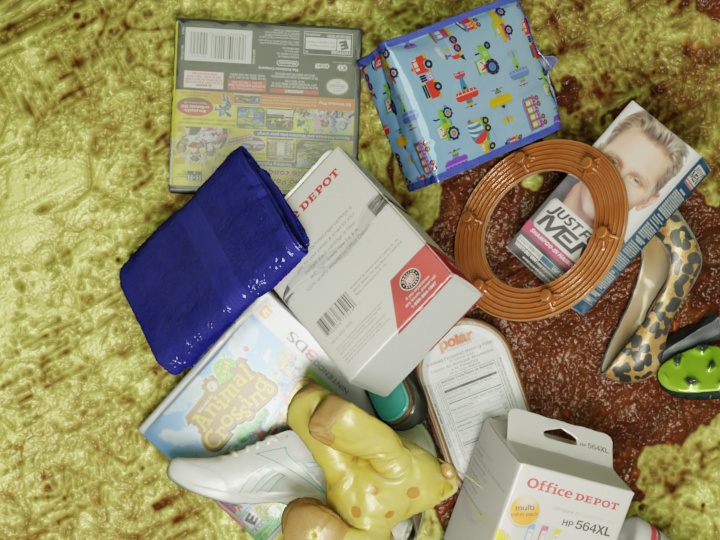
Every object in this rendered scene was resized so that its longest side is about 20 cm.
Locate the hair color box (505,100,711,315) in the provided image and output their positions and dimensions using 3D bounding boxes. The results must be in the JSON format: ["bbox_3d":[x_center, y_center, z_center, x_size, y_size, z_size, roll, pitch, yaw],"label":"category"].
[{"bbox_3d":[0.254,-0.064,1.383,0.100,0.060,0.200,44,98,26],"label":"hair color box"}]

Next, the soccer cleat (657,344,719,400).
[{"bbox_3d":[0.404,0.114,1.412,0.198,0.082,0.068,-9,45,-12],"label":"soccer cleat"}]

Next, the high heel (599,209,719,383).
[{"bbox_3d":[0.289,0.013,1.414,0.142,0.071,0.202,-25,97,-9],"label":"high heel"}]

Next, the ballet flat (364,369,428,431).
[{"bbox_3d":[0.017,0.078,1.385,0.068,0.068,0.201,-31,62,22],"label":"ballet flat"}]

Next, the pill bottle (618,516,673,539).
[{"bbox_3d":[0.331,0.357,1.383,0.199,0.120,0.120,35,86,-3],"label":"pill bottle"}]

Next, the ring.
[{"bbox_3d":[0.178,-0.045,1.366,0.019,0.200,0.202,31,85,-47],"label":"ring"}]

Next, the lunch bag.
[{"bbox_3d":[0.121,-0.191,1.401,0.199,0.094,0.152,-23,94,-18],"label":"lunch bag"}]

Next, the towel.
[{"bbox_3d":[-0.146,-0.007,1.342,0.200,0.049,0.148,-42,57,17],"label":"towel"}]

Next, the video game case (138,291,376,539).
[{"bbox_3d":[-0.099,0.153,1.391,0.182,0.022,0.200,43,93,-2],"label":"video game case"}]

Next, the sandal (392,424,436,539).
[{"bbox_3d":[0.035,0.249,1.392,0.079,0.057,0.203,11,86,-5],"label":"sandal"}]

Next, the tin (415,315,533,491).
[{"bbox_3d":[0.125,0.146,1.415,0.111,0.042,0.202,-20,90,-9],"label":"tin"}]

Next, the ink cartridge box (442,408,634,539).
[{"bbox_3d":[0.173,0.250,1.340,0.127,0.125,0.202,15,101,-14],"label":"ink cartridge box"}]

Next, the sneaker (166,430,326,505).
[{"bbox_3d":[-0.095,0.198,1.354,0.198,0.070,0.081,7,88,-9],"label":"sneaker"}]

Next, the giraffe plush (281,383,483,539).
[{"bbox_3d":[-0.008,0.222,1.258,0.199,0.173,0.163,30,83,4],"label":"giraffe plush"}]

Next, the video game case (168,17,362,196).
[{"bbox_3d":[-0.099,-0.168,1.412,0.198,0.026,0.183,2,88,-6],"label":"video game case"}]

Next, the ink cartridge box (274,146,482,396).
[{"bbox_3d":[0.000,0.000,1.328,0.147,0.083,0.200,-46,59,9],"label":"ink cartridge box"}]
